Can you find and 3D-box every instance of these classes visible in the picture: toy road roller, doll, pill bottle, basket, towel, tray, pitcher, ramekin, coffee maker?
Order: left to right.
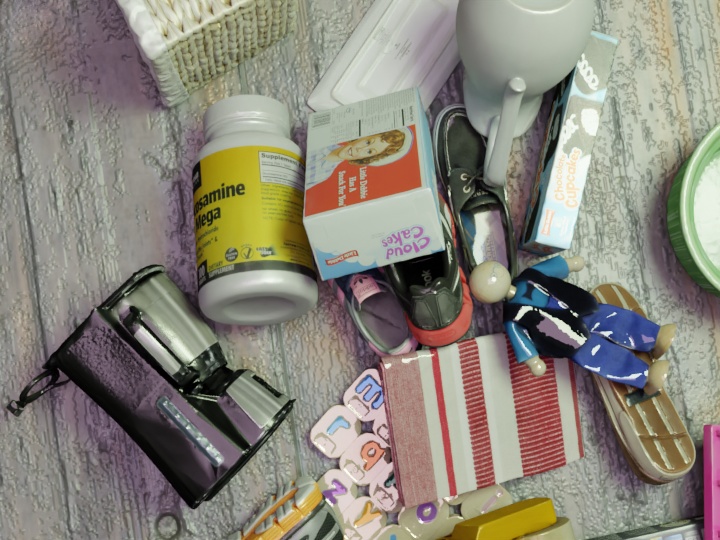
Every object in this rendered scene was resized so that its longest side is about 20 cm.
[{"bbox_3d":[-0.192,0.127,1.079,0.200,0.135,0.192,46,111,3],"label":"coffee maker"},{"bbox_3d":[-0.164,-0.290,1.054,0.160,0.200,0.200,-27,88,-7],"label":"basket"},{"bbox_3d":[-0.103,-0.058,1.068,0.111,0.113,0.202,-6,70,0],"label":"pill bottle"},{"bbox_3d":[0.042,-0.222,1.134,0.107,0.022,0.201,34,88,3],"label":"tray"},{"bbox_3d":[0.099,0.296,1.052,0.198,0.146,0.124,-13,86,-22],"label":"toy road roller"},{"bbox_3d":[0.118,0.135,1.082,0.198,0.023,0.146,-10,98,-18],"label":"towel"},{"bbox_3d":[0.141,-0.186,1.022,0.120,0.200,0.173,6,66,-1],"label":"pitcher"},{"bbox_3d":[0.194,0.042,1.058,0.198,0.049,0.137,22,62,-2],"label":"doll"},{"bbox_3d":[0.394,-0.056,1.087,0.198,0.098,0.202,0,87,0],"label":"ramekin"}]

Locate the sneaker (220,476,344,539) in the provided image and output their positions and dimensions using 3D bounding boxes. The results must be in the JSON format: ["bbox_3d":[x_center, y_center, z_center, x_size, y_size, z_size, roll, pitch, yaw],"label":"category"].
[{"bbox_3d":[-0.100,0.290,1.087,0.200,0.078,0.077,-39,108,6],"label":"sneaker"}]

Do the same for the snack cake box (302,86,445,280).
[{"bbox_3d":[0.011,-0.085,1.033,0.114,0.201,0.068,-12,124,8],"label":"snack cake box"}]

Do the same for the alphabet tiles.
[{"bbox_3d":[0.050,0.196,1.118,0.200,0.015,0.196,42,91,2],"label":"alphabet tiles"}]

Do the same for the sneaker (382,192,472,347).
[{"bbox_3d":[0.053,-0.032,1.058,0.070,0.098,0.202,-17,56,8],"label":"sneaker"}]

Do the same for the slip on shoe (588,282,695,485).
[{"bbox_3d":[0.263,0.112,1.100,0.075,0.061,0.202,-16,70,-16],"label":"slip on shoe"}]

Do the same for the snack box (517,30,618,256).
[{"bbox_3d":[0.197,-0.117,1.081,0.037,0.116,0.202,13,87,1],"label":"snack box"}]

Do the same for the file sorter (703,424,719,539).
[{"bbox_3d":[0.409,0.245,1.027,0.138,0.125,0.202,6,79,-22],"label":"file sorter"}]

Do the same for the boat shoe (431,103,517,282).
[{"bbox_3d":[0.119,-0.069,1.109,0.068,0.057,0.202,-14,88,0],"label":"boat shoe"}]

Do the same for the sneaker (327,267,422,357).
[{"bbox_3d":[0.000,0.000,1.093,0.070,0.082,0.201,-35,87,3],"label":"sneaker"}]

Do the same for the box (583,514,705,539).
[{"bbox_3d":[0.291,0.333,1.094,0.198,0.049,0.163,-11,84,-1],"label":"box"}]
